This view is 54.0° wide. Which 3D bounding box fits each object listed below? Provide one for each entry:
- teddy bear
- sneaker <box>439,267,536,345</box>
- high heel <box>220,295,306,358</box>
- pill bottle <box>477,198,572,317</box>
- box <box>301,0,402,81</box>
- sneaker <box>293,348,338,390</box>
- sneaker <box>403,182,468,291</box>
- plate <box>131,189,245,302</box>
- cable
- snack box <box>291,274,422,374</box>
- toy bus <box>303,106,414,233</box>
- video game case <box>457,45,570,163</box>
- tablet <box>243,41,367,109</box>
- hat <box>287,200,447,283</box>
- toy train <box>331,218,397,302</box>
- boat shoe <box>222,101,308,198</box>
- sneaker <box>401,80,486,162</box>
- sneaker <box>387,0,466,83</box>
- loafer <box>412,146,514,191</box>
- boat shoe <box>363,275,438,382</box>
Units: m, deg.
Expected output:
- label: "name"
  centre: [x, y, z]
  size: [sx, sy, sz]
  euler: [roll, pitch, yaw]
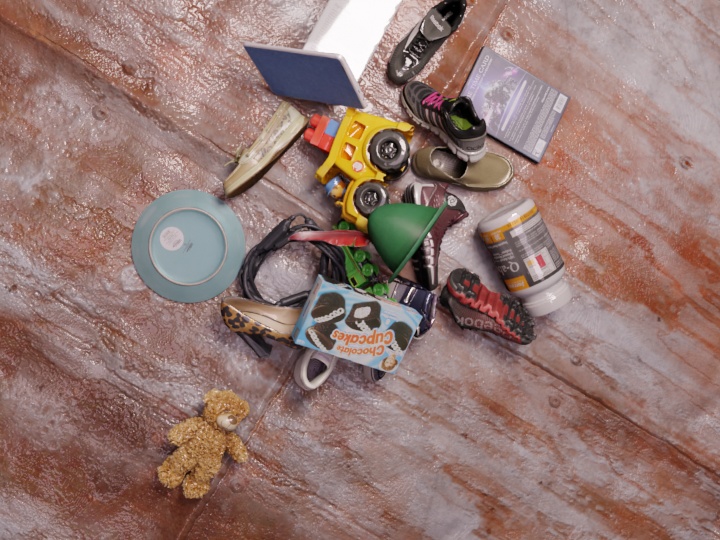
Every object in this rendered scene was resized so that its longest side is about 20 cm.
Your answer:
- label: "teddy bear"
  centre: [-0.271, 0.309, 1.243]
  size: [0.200, 0.067, 0.145]
  euler: [-41, 101, -6]
- label: "sneaker"
  centre: [0.231, 0.080, 1.312]
  size: [0.200, 0.098, 0.071]
  euler: [34, 47, -4]
- label: "high heel"
  centre: [-0.136, 0.071, 1.208]
  size: [0.199, 0.072, 0.143]
  euler: [-24, 125, 18]
- label: "pill bottle"
  centre: [0.308, -0.023, 1.311]
  size: [0.116, 0.116, 0.201]
  euler: [-29, 97, -8]
- label: "box"
  centre: [-0.016, -0.416, 1.214]
  size: [0.106, 0.152, 0.201]
  euler: [30, 88, -9]
- label: "sneaker"
  centre: [-0.049, 0.127, 1.260]
  size: [0.074, 0.100, 0.201]
  euler: [27, 86, -8]
- label: "sneaker"
  centre: [0.152, -0.068, 1.303]
  size: [0.114, 0.076, 0.202]
  euler: [-11, 98, -17]
- label: "plate"
  centre: [-0.302, -0.042, 1.243]
  size: [0.198, 0.026, 0.202]
  euler: [-1, 94, -10]
- label: "cable"
  centre: [-0.123, 0.007, 1.260]
  size: [0.163, 0.051, 0.200]
  euler: [43, 99, -15]
- label: "snack box"
  centre: [-0.005, 0.094, 1.197]
  size: [0.199, 0.037, 0.117]
  euler: [20, 102, -25]
- label: "toy bus"
  centre: [-0.017, -0.186, 1.244]
  size: [0.190, 0.136, 0.202]
  euler: [22, 91, 3]
- label: "video game case"
  centre: [0.286, -0.314, 1.343]
  size: [0.199, 0.019, 0.144]
  euler: [27, 87, -10]
- label: "tablet"
  centre: [-0.091, -0.325, 1.174]
  size: [0.199, 0.130, 0.014]
  euler: [17, 70, 28]
- label: "hat"
  centre: [0.025, -0.091, 1.165]
  size: [0.175, 0.200, 0.166]
  euler: [36, 115, 3]
- label: "toy train"
  centre: [0.000, 0.000, 1.268]
  size: [0.056, 0.042, 0.201]
  euler: [-33, 76, 16]
- label: "boat shoe"
  centre: [-0.177, -0.210, 1.240]
  size: [0.063, 0.073, 0.200]
  euler: [43, 74, -3]
- label: "sneaker"
  centre: [0.154, -0.285, 1.255]
  size: [0.073, 0.088, 0.200]
  euler: [-34, 69, -24]
- label: "sneaker"
  centre: [0.121, -0.423, 1.268]
  size: [0.066, 0.090, 0.200]
  euler: [42, 84, -3]
- label: "loafer"
  centre: [0.196, -0.189, 1.306]
  size: [0.198, 0.067, 0.077]
  euler: [3, 92, -10]
- label: "boat shoe"
  centre: [0.074, 0.114, 1.278]
  size: [0.092, 0.075, 0.202]
  euler: [16, 89, 26]
